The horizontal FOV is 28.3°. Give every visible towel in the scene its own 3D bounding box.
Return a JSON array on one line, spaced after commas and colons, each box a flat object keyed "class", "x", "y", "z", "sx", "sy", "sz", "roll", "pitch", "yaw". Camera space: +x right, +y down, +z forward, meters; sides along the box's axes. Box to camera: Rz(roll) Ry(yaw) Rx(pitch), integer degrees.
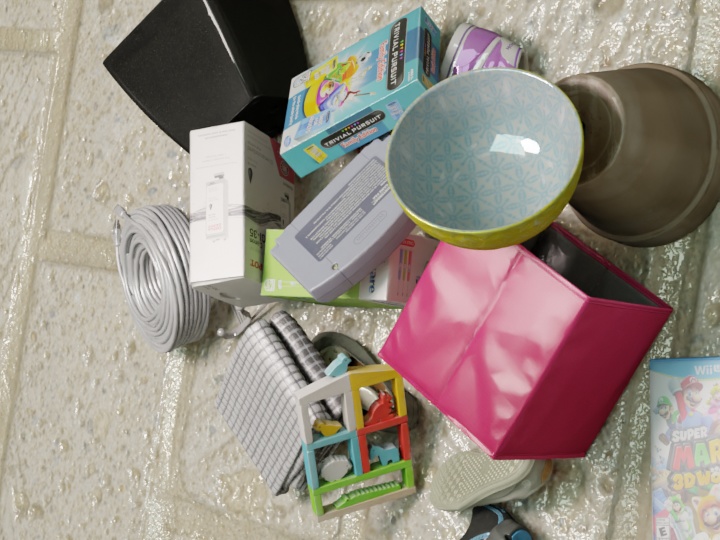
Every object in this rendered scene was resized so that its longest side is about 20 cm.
[{"class": "towel", "x": -0.091, "y": 0.169, "z": 1.788, "sx": 0.166, "sy": 0.085, "sz": 0.201, "roll": 53, "pitch": 145, "yaw": 22}]

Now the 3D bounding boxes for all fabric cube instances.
[{"class": "fabric cube", "x": 0.178, "y": 0.066, "z": 1.552, "sx": 0.200, "sy": 0.195, "sz": 0.201, "roll": 40, "pitch": 110, "yaw": 33}]

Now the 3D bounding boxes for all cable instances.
[{"class": "cable", "x": -0.270, "y": 0.010, "z": 1.958, "sx": 0.199, "sy": 0.069, "sz": 0.202, "roll": 15, "pitch": 113, "yaw": 57}]

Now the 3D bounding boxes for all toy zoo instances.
[{"class": "toy zoo", "x": -0.006, "y": 0.190, "z": 1.678, "sx": 0.020, "sy": 0.130, "sz": 0.202, "roll": -136, "pitch": 36, "yaw": -61}]

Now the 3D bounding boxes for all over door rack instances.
[{"class": "over door rack", "x": -0.149, "y": -0.023, "z": 1.904, "sx": 0.200, "sy": 0.066, "sz": 0.149, "roll": -38, "pitch": 63, "yaw": 29}]

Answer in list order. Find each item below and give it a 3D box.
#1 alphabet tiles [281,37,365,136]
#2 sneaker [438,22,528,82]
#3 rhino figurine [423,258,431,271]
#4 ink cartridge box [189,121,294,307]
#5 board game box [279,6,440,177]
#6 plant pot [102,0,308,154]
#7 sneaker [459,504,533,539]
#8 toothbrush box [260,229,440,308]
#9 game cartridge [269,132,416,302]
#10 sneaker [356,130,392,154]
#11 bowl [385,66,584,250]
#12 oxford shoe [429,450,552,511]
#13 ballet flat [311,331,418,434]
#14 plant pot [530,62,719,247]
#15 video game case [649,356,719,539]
[{"class": "alphabet tiles", "x": -0.015, "y": -0.218, "z": 1.785, "sx": 0.166, "sy": 0.006, "sz": 0.201, "roll": 4, "pitch": 56, "yaw": 49}, {"class": "sneaker", "x": 0.137, "y": -0.181, "z": 1.696, "sx": 0.114, "sy": 0.072, "sz": 0.202, "roll": 26, "pitch": 110, "yaw": 21}, {"class": "rhino figurine", "x": 0.118, "y": 0.009, "z": 1.656, "sx": 0.060, "sy": 0.087, "sz": 0.201, "roll": 32, "pitch": 91, "yaw": 39}, {"class": "ink cartridge box", "x": -0.147, "y": -0.067, "z": 1.800, "sx": 0.082, "sy": 0.146, "sz": 0.202, "roll": -7, "pitch": 75, "yaw": 23}, {"class": "board game box", "x": 0.000, "y": -0.215, "z": 1.714, "sx": 0.199, "sy": 0.047, "sz": 0.152, "roll": -26, "pitch": 37, "yaw": 26}, {"class": "plant pot", "x": -0.183, "y": -0.258, "z": 1.890, "sx": 0.200, "sy": 0.199, "sz": 0.178, "roll": -37, "pitch": 74, "yaw": 28}, {"class": "sneaker", "x": 0.127, "y": 0.365, "z": 1.645, "sx": 0.082, "sy": 0.073, "sz": 0.201, "roll": 39, "pitch": 104, "yaw": 52}, {"class": "toothbrush box", "x": 0.000, "y": 0.000, "z": 1.732, "sx": 0.199, "sy": 0.145, "sz": 0.087, "roll": 3, "pitch": 85, "yaw": 39}, {"class": "game cartridge", "x": -0.003, "y": -0.059, "z": 1.634, "sx": 0.200, "sy": 0.042, "sz": 0.133, "roll": -45, "pitch": 46, "yaw": -2}, {"class": "sneaker", "x": 0.017, "y": -0.153, "z": 1.768, "sx": 0.107, "sy": 0.067, "sz": 0.203, "roll": -11, "pitch": 58, "yaw": 38}, {"class": "bowl", "x": 0.133, "y": -0.093, "z": 1.435, "sx": 0.198, "sy": 0.108, "sz": 0.202, "roll": -8, "pitch": 56, "yaw": 13}, {"class": "oxford shoe", "x": 0.147, "y": 0.240, "z": 1.633, "sx": 0.200, "sy": 0.057, "sz": 0.076, "roll": -30, "pitch": 42, "yaw": 50}, {"class": "ballet flat", "x": -0.009, "y": 0.134, "z": 1.774, "sx": 0.200, "sy": 0.063, "sz": 0.068, "roll": 37, "pitch": 107, "yaw": 36}, {"class": "plant pot", "x": 0.269, "y": -0.133, "z": 1.519, "sx": 0.199, "sy": 0.173, "sz": 0.202, "roll": -5, "pitch": 82, "yaw": 39}, {"class": "video game case", "x": 0.371, "y": 0.192, "z": 1.495, "sx": 0.142, "sy": 0.018, "sz": 0.202, "roll": -5, "pitch": 81, "yaw": 39}]
